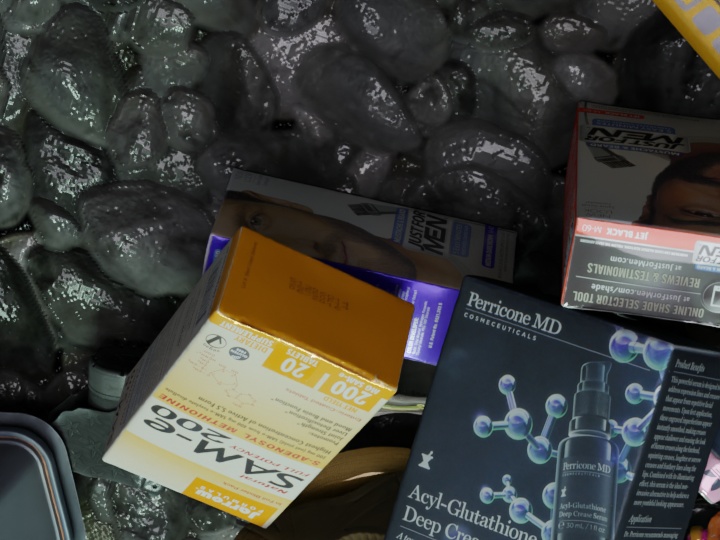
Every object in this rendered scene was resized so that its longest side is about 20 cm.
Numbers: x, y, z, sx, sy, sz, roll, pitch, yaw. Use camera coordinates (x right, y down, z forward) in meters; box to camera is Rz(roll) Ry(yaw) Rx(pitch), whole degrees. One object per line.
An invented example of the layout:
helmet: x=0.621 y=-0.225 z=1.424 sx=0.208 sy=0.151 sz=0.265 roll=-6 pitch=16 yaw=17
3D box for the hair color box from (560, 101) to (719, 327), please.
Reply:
hair color box: x=0.183 y=-0.038 z=1.384 sx=0.111 sy=0.200 sz=0.064 roll=8 pitch=116 yaw=2

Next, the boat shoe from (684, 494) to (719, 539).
boat shoe: x=0.179 y=0.206 z=1.581 sx=0.200 sy=0.060 sz=0.074 roll=-19 pitch=111 yaw=15

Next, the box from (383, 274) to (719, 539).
box: x=0.119 y=0.121 z=1.359 sx=0.148 sy=0.107 sz=0.200 roll=18 pitch=93 yaw=31

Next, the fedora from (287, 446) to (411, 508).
fedora: x=0.014 y=0.197 z=1.582 sx=0.200 sy=0.082 sz=0.201 roll=2 pitch=116 yaw=5

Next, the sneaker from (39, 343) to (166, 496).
sneaker: x=-0.130 y=0.113 z=1.573 sx=0.199 sy=0.060 sz=0.104 roll=12 pitch=118 yaw=5

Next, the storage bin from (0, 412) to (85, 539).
storage bin: x=-0.315 y=0.193 z=1.567 sx=0.200 sy=0.134 sz=0.146 roll=1 pitch=117 yaw=21

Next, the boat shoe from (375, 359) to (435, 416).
boat shoe: x=0.020 y=0.066 z=1.515 sx=0.200 sy=0.072 sz=0.060 roll=7 pitch=152 yaw=-1

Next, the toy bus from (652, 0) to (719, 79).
toy bus: x=0.231 y=-0.174 z=1.388 sx=0.078 sy=0.065 sz=0.200 roll=-37 pitch=107 yaw=21

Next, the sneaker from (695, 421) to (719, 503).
sneaker: x=0.200 y=0.109 z=1.458 sx=0.070 sy=0.200 sz=0.082 roll=42 pitch=75 yaw=-11

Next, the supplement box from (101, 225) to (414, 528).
supplement box: x=-0.068 y=0.073 z=1.424 sx=0.126 sy=0.074 sz=0.200 roll=24 pitch=140 yaw=-13

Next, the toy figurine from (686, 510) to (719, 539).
toy figurine: x=0.274 y=0.173 z=1.383 sx=0.200 sy=0.150 sz=0.184 roll=14 pitch=140 yaw=-6

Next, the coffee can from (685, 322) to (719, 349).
coffee can: x=0.330 y=0.061 z=1.447 sx=0.146 sy=0.146 sz=0.200 roll=-39 pitch=107 yaw=21

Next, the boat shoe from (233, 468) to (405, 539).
boat shoe: x=0.016 y=0.184 z=1.496 sx=0.200 sy=0.074 sz=0.066 roll=-12 pitch=130 yaw=10

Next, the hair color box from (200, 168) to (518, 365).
hair color box: x=0.000 y=0.000 z=1.473 sx=0.200 sy=0.109 sz=0.065 roll=11 pitch=117 yaw=0
